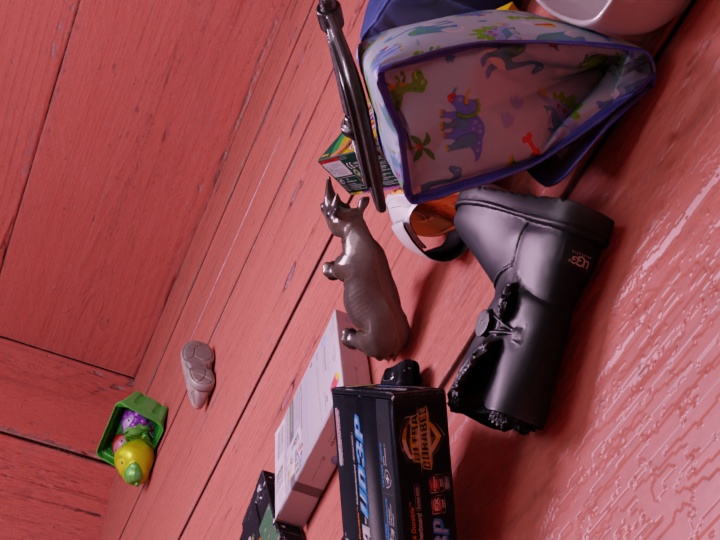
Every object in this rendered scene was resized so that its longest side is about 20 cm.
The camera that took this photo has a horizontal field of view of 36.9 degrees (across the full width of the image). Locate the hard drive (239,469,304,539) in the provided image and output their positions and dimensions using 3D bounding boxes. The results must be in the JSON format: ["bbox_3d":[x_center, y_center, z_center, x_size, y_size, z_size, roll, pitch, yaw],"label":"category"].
[{"bbox_3d":[-0.117,0.347,1.304,0.200,0.037,0.142,-132,62,-74],"label":"hard drive"}]

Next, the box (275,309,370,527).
[{"bbox_3d":[-0.048,0.171,1.261,0.157,0.041,0.202,-99,30,-60],"label":"box"}]

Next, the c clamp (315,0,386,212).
[{"bbox_3d":[-0.008,-0.155,0.917,0.202,0.027,0.172,76,175,-47],"label":"c clamp"}]

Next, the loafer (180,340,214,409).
[{"bbox_3d":[-0.336,0.211,2.201,0.200,0.071,0.064,-116,40,-65],"label":"loafer"}]

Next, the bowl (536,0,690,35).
[{"bbox_3d":[0.212,-0.270,0.787,0.201,0.074,0.202,-106,37,-66],"label":"bowl"}]

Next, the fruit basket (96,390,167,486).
[{"bbox_3d":[-0.560,0.428,2.623,0.218,0.154,0.216,-62,0,0],"label":"fruit basket"}]

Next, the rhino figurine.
[{"bbox_3d":[0.000,0.000,1.107,0.087,0.059,0.203,-8,99,67],"label":"rhino figurine"}]

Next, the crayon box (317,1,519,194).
[{"bbox_3d":[0.063,-0.161,1.049,0.173,0.058,0.199,-53,19,-16],"label":"crayon box"}]

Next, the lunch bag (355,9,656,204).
[{"bbox_3d":[0.107,-0.139,0.828,0.170,0.197,0.129,-110,2,-70],"label":"lunch bag"}]

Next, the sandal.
[{"bbox_3d":[0.072,-0.042,1.009,0.206,0.078,0.060,-15,54,70],"label":"sandal"}]

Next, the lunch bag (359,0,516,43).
[{"bbox_3d":[0.091,-0.308,1.143,0.200,0.134,0.135,151,136,-69],"label":"lunch bag"}]

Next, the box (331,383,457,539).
[{"bbox_3d":[0.026,0.191,0.833,0.159,0.045,0.204,168,98,-72],"label":"box"}]

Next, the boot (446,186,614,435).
[{"bbox_3d":[0.102,0.028,0.821,0.171,0.075,0.200,-68,21,-2],"label":"boot"}]

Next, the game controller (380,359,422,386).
[{"bbox_3d":[0.027,0.185,1.003,0.105,0.041,0.203,105,174,-54],"label":"game controller"}]
